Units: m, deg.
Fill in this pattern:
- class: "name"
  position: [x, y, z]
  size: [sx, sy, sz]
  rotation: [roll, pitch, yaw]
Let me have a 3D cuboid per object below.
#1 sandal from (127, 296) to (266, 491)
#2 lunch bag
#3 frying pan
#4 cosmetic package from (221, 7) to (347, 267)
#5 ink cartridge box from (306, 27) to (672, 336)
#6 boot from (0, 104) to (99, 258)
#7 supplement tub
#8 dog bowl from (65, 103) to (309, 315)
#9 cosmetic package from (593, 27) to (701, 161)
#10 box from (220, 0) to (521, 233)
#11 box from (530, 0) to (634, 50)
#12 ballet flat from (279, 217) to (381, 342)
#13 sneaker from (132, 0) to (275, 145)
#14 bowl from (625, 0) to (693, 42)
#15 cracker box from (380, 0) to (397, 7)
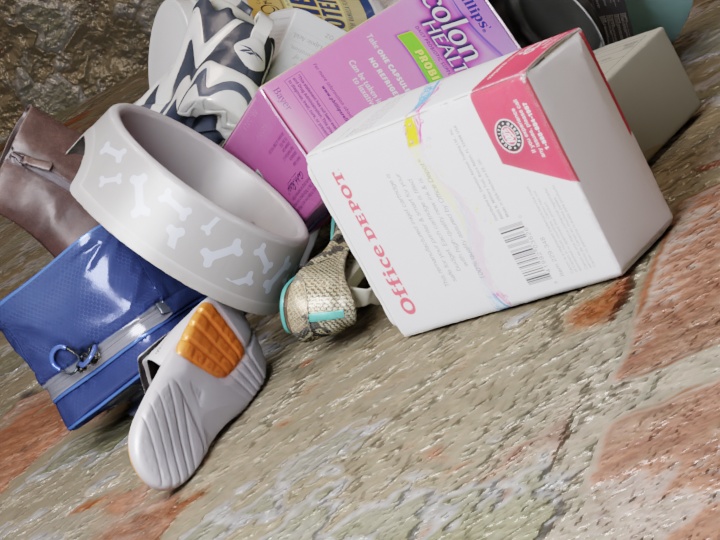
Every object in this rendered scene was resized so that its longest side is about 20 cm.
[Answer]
- class: "sandal"
  position: [-0.129, 0.085, 1.544]
  size: [0.059, 0.080, 0.207]
  rotation: [-19, 18, 28]
- class: "lunch bag"
  position: [-0.178, 0.037, 1.706]
  size: [0.136, 0.133, 0.200]
  rotation: [-36, 1, 23]
- class: "frying pan"
  position: [0.128, -0.185, 1.759]
  size: [0.031, 0.115, 0.190]
  rotation: [-47, 18, -27]
- class: "cosmetic package"
  position: [-0.062, -0.112, 1.897]
  size: [0.074, 0.101, 0.201]
  rotation: [6, 74, 68]
- class: "ink cartridge box"
  position: [0.083, -0.055, 1.465]
  size: [0.199, 0.148, 0.086]
  rotation: [-15, 18, 44]
- class: "boot"
  position: [-0.242, -0.020, 1.856]
  size: [0.072, 0.165, 0.201]
  rotation: [-19, 50, 64]
- class: "supplement tub"
  position: [-0.079, -0.182, 2.006]
  size: [0.198, 0.146, 0.144]
  rotation: [-2, 1, -24]
- class: "dog bowl"
  position: [-0.124, -0.050, 1.634]
  size: [0.059, 0.199, 0.200]
  rotation: [-54, 8, 12]
- class: "cosmetic package"
  position: [0.153, -0.093, 1.623]
  size: [0.103, 0.073, 0.200]
  rotation: [-17, 18, 45]
- class: "box"
  position: [0.004, -0.123, 1.740]
  size: [0.199, 0.097, 0.176]
  rotation: [-35, -4, -22]
- class: "box"
  position: [0.138, -0.209, 1.811]
  size: [0.049, 0.202, 0.161]
  rotation: [-14, -2, -44]
- class: "ballet flat"
  position: [0.000, 0.000, 1.643]
  size: [0.075, 0.068, 0.200]
  rotation: [-4, 20, 15]
- class: "sneaker"
  position: [-0.132, -0.163, 1.875]
  size: [0.199, 0.079, 0.130]
  rotation: [-27, 36, 60]
- class: "bowl"
  position: [0.173, -0.258, 1.872]
  size: [0.200, 0.202, 0.105]
  rotation: [-17, 0, 43]
- class: "cracker box"
  position: [0.077, -0.197, 2.051]
  size: [0.058, 0.135, 0.200]
  rotation: [-34, 14, -28]
